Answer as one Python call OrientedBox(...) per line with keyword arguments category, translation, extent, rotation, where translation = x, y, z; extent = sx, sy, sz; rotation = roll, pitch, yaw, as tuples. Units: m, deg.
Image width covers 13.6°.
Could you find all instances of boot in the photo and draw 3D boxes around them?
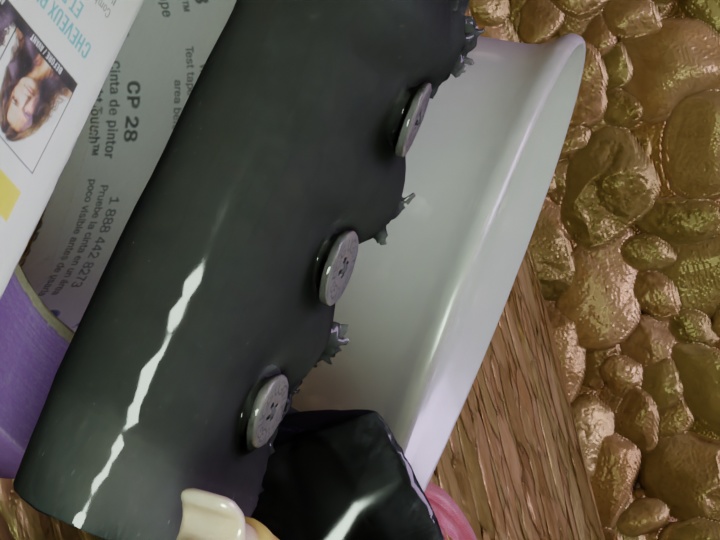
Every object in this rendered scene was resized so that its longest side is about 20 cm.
OrientedBox(category="boot", translation=(0.011, 0.112, 0.838), extent=(0.165, 0.066, 0.200), rotation=(55, -10, -3))
OrientedBox(category="boot", translation=(-0.026, -0.035, 0.648), extent=(0.065, 0.201, 0.165), rotation=(31, 6, 21))

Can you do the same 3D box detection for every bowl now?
OrientedBox(category="bowl", translation=(0.000, 0.000, 1.023), extent=(0.201, 0.090, 0.202), rotation=(21, 90, -84))

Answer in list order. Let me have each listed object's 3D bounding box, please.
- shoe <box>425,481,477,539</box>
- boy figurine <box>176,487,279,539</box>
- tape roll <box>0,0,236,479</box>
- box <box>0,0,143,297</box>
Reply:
OrientedBox(category="shoe", translation=(0.042, 0.187, 1.303), extent=(0.091, 0.071, 0.201), rotation=(-101, 176, -58))
OrientedBox(category="boy figurine", translation=(-0.046, 0.105, 0.649), extent=(0.200, 0.064, 0.125), rotation=(9, 103, -61))
OrientedBox(category="tape roll", translation=(-0.085, -0.048, 0.757), extent=(0.200, 0.065, 0.201), rotation=(-4, 94, -63))
OrientedBox(category="box", translation=(-0.099, -0.044, 0.613), extent=(0.082, 0.049, 0.201), rotation=(52, 51, -41))
